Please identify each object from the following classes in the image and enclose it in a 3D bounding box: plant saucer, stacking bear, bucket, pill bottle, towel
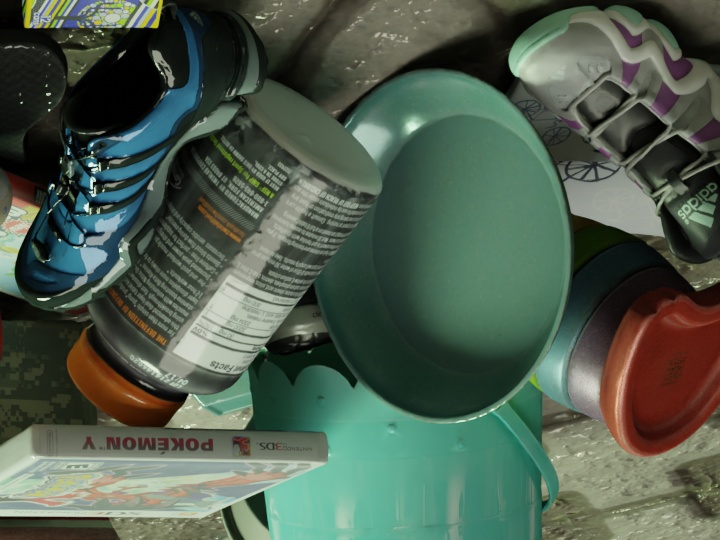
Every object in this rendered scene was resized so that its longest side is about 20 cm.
[{"bbox_3d":[0.052,-0.014,1.247,0.036,0.201,0.200,-3,158,-46],"label":"plant saucer"},{"bbox_3d":[0.121,0.011,1.284,0.121,0.200,0.114,-8,125,-42],"label":"stacking bear"},{"bbox_3d":[-0.019,0.065,1.526,0.199,0.019,0.070,-18,168,4],"label":"plant saucer"},{"bbox_3d":[0.026,0.111,1.395,0.206,0.135,0.207,-4,-174,0],"label":"bucket"},{"bbox_3d":[-0.085,-0.004,1.237,0.106,0.106,0.200,21,115,-43],"label":"pill bottle"},{"bbox_3d":[-0.257,0.166,1.550,0.143,0.023,0.200,4,-164,-20],"label":"towel"}]

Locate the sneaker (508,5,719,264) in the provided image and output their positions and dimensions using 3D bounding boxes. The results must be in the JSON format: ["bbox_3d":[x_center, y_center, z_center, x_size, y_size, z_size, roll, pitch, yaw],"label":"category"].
[{"bbox_3d":[0.174,-0.060,1.203,0.199,0.140,0.078,19,131,-33],"label":"sneaker"}]

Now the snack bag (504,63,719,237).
[{"bbox_3d":[0.151,-0.070,1.343,0.188,0.021,0.200,2,151,-20],"label":"snack bag"}]

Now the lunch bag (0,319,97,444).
[{"bbox_3d":[-0.271,0.102,1.456,0.163,0.118,0.200,2,161,-19],"label":"lunch bag"}]

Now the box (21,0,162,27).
[{"bbox_3d":[-0.116,-0.191,0.993,0.070,0.065,0.200,-1,152,-13],"label":"box"}]

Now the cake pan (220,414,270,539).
[{"bbox_3d":[-0.001,0.144,1.536,0.199,0.201,0.037,-5,138,-5],"label":"cake pan"}]

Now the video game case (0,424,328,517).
[{"bbox_3d":[-0.142,0.124,1.318,0.182,0.023,0.200,3,163,-26],"label":"video game case"}]

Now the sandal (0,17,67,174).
[{"bbox_3d":[-0.205,-0.100,1.176,0.075,0.048,0.200,4,164,-17],"label":"sandal"}]

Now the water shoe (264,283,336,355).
[{"bbox_3d":[0.000,0.000,1.389,0.071,0.079,0.200,-16,178,30],"label":"water shoe"}]

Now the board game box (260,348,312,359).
[{"bbox_3d":[-0.073,0.010,1.436,0.095,0.030,0.200,-22,147,27],"label":"board game box"}]

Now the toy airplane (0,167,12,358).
[{"bbox_3d":[-0.254,-0.030,1.149,0.141,0.200,0.200,-25,-158,-29],"label":"toy airplane"}]

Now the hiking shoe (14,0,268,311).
[{"bbox_3d":[-0.138,-0.065,1.168,0.087,0.074,0.200,13,119,-52],"label":"hiking shoe"}]

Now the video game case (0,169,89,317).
[{"bbox_3d":[-0.206,-0.019,1.305,0.200,0.018,0.143,23,154,-40],"label":"video game case"}]
